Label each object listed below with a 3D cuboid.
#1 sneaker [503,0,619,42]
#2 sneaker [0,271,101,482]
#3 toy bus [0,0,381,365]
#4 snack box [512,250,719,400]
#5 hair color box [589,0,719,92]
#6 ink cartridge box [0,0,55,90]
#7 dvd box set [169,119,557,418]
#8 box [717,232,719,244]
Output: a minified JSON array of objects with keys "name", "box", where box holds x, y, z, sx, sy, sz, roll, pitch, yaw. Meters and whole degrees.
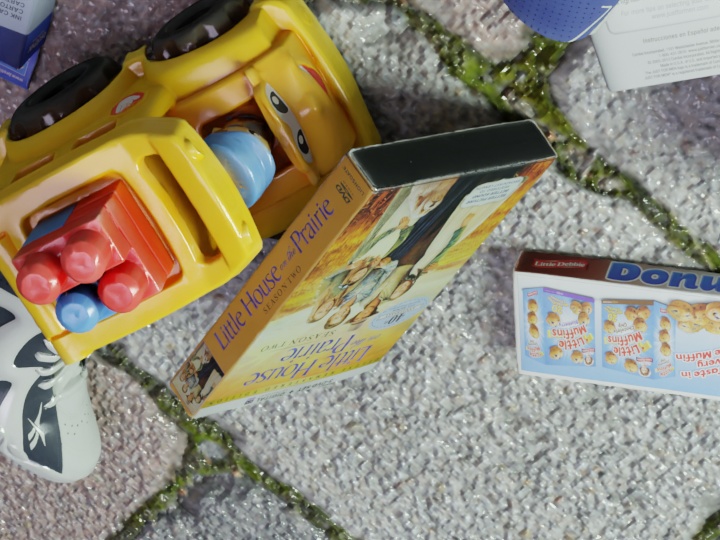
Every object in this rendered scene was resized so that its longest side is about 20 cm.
[{"name":"sneaker","box":[0.090,-0.160,0.947,0.080,0.115,0.200,30,145,4]},{"name":"sneaker","box":[-0.176,0.039,1.311,0.129,0.079,0.200,-7,111,36]},{"name":"toy bus","box":[-0.103,-0.040,1.142,0.199,0.192,0.136,-26,107,16]},{"name":"snack box","box":[0.182,0.035,1.200,0.199,0.024,0.072,7,127,17]},{"name":"hair color box","box":[0.139,-0.190,1.035,0.099,0.061,0.201,-7,121,27]},{"name":"ink cartridge box","box":[-0.217,-0.192,1.192,0.119,0.042,0.201,25,131,4]},{"name":"dvd box set","box":[0.000,0.000,1.177,0.029,0.146,0.200,57,131,20]},{"name":"box","box":[0.239,-0.096,1.048,0.049,0.082,0.201,26,129,4]}]
